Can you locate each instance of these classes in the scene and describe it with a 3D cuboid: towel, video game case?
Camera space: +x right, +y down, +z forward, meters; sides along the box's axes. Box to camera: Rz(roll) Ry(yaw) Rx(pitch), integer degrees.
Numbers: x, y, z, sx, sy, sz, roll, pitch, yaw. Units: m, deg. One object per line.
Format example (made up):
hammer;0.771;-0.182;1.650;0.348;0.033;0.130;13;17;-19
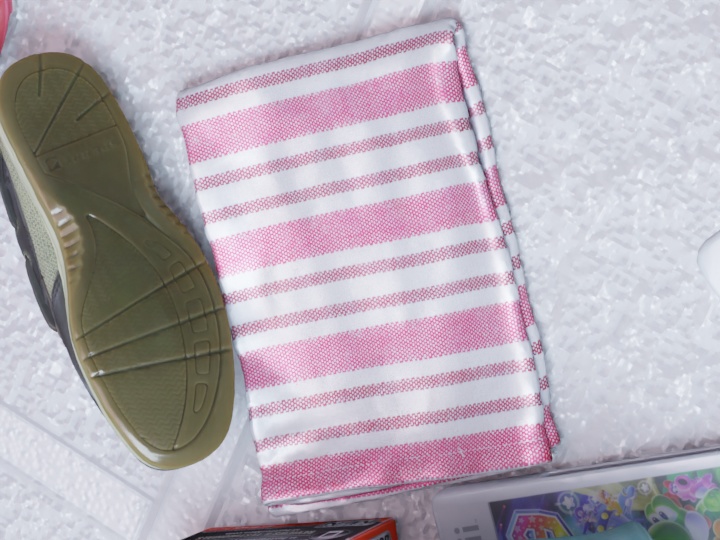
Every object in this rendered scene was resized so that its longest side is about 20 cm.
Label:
towel;0.000;0.000;1.151;0.146;0.030;0.201;-13;90;26
video game case;0.136;0.148;1.101;0.199;0.018;0.144;-11;96;27

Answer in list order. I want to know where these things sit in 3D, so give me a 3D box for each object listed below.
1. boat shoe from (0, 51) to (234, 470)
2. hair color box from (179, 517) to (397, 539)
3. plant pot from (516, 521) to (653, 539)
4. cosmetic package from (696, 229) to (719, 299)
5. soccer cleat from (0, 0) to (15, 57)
boat shoe;-0.114;0.000;1.188;0.202;0.071;0.066;66;160;12
hair color box;-0.026;0.216;1.172;0.101;0.061;0.201;-5;95;26
plant pot;0.050;0.194;1.030;0.187;0.200;0.201;-21;87;-1
cosmetic package;0.263;-0.005;0.944;0.200;0.166;0.168;-39;79;23
soccer cleat;-0.213;-0.052;1.223;0.066;0.076;0.201;20;104;23
